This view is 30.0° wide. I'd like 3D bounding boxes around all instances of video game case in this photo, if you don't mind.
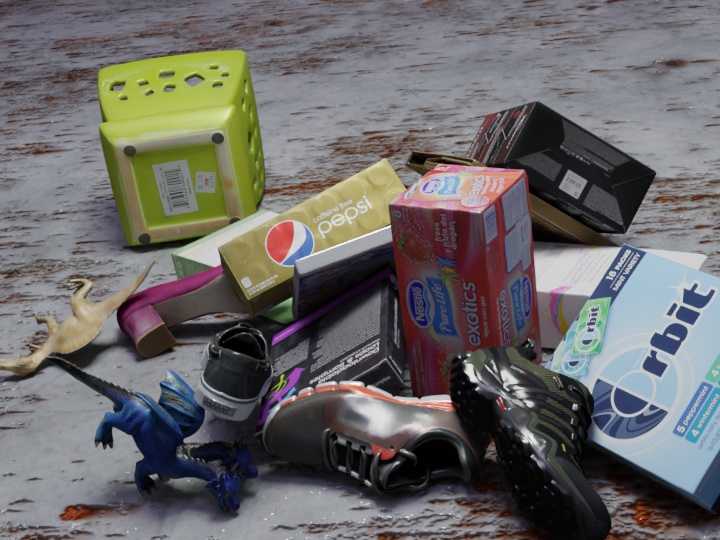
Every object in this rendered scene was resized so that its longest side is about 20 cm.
[{"bbox_3d":[0.000,0.000,1.350,0.143,0.018,0.200,-20,-13,-9],"label":"video game case"}]

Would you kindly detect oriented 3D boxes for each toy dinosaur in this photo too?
[{"bbox_3d":[-0.293,0.052,1.437,0.200,0.058,0.101,-36,28,-3],"label":"toy dinosaur"}]

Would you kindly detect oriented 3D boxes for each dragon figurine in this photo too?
[{"bbox_3d":[-0.172,0.126,1.145,0.099,0.200,0.059,-37,1,31],"label":"dragon figurine"}]

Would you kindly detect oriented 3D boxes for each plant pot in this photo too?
[{"bbox_3d":[-0.227,-0.146,1.707,0.198,0.201,0.182,-8,31,0],"label":"plant pot"}]

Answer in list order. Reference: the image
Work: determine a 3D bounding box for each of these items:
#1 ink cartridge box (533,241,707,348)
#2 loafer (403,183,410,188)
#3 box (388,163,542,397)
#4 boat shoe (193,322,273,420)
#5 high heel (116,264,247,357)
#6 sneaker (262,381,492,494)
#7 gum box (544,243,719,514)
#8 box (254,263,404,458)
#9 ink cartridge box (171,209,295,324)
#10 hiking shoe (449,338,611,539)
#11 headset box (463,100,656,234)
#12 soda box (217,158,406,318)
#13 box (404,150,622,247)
[{"bbox_3d":[0.230,0.027,1.318,0.199,0.068,0.117,5,27,30],"label":"ink cartridge box"},{"bbox_3d":[0.099,-0.054,1.544,0.072,0.063,0.200,-28,31,-36],"label":"loafer"},{"bbox_3d":[0.099,0.014,1.227,0.094,0.201,0.103,8,29,31],"label":"box"},{"bbox_3d":[-0.105,0.079,1.196,0.068,0.057,0.200,21,9,-5],"label":"boat shoe"},{"bbox_3d":[-0.168,0.017,1.450,0.200,0.067,0.096,-34,38,-5],"label":"high heel"},{"bbox_3d":[0.009,0.146,1.126,0.199,0.077,0.082,-3,31,13],"label":"sneaker"},{"bbox_3d":[0.252,0.081,1.106,0.170,0.045,0.200,-56,37,-5],"label":"gum box"},{"bbox_3d":[-0.025,0.081,1.257,0.143,0.036,0.200,-31,19,15],"label":"box"},{"bbox_3d":[-0.099,-0.008,1.532,0.145,0.048,0.200,-27,28,-35],"label":"ink cartridge box"},{"bbox_3d":[0.153,0.126,1.064,0.100,0.076,0.200,-18,50,-20],"label":"hiking shoe"},{"bbox_3d":[0.199,-0.104,1.420,0.148,0.075,0.200,29,-4,-10],"label":"headset box"},{"bbox_3d":[-0.042,-0.033,1.378,0.200,0.064,0.068,-28,73,-11],"label":"soda box"},{"bbox_3d":[0.159,-0.068,1.421,0.200,0.021,0.163,28,-3,-22],"label":"box"}]
